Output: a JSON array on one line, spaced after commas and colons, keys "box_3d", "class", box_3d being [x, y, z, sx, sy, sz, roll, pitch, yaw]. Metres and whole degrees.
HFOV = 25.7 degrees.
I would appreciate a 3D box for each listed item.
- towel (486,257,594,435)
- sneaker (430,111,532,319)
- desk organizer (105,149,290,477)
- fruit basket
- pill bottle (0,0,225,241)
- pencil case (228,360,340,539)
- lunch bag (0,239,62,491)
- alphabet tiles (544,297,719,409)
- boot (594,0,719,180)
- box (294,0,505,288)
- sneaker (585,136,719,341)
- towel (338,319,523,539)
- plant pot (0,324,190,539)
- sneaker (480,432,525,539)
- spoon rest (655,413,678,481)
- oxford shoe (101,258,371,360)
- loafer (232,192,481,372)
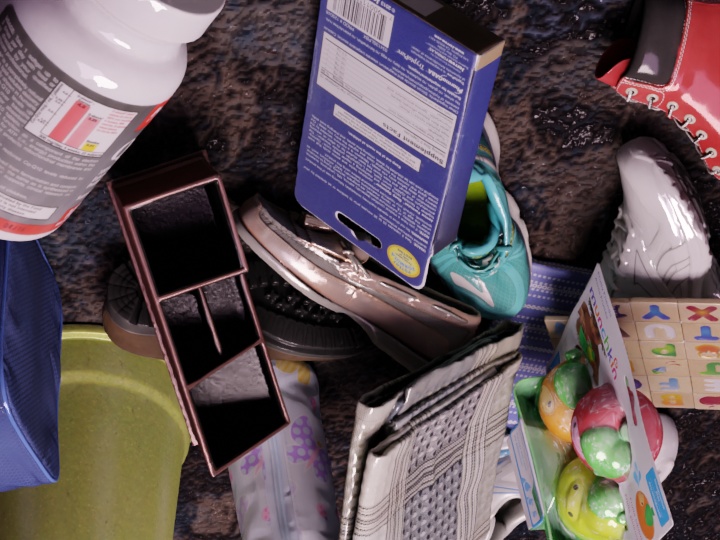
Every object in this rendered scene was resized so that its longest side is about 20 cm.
[{"box_3d": [0.159, 0.070, 1.266, 0.145, 0.024, 0.200, 9, 132, -16], "class": "towel"}, {"box_3d": [0.076, -0.026, 1.104, 0.077, 0.080, 0.200, -16, 137, 7], "class": "sneaker"}, {"box_3d": [-0.103, 0.029, 1.059, 0.072, 0.077, 0.200, -19, 107, -9], "class": "desk organizer"}, {"box_3d": [0.161, 0.118, 1.104, 0.094, 0.185, 0.200, -10, 157, -4], "class": "fruit basket"}, {"box_3d": [-0.175, -0.119, 0.936, 0.116, 0.116, 0.200, 25, 127, -31], "class": "pill bottle"}, {"box_3d": [-0.057, 0.163, 1.195, 0.083, 0.200, 0.091, -4, 147, -13], "class": "pencil case"}, {"box_3d": [-0.279, 0.063, 1.049, 0.132, 0.200, 0.136, -8, 142, 3], "class": "lunch bag"}, {"box_3d": [0.229, 0.065, 1.190, 0.166, 0.006, 0.200, 0, 154, 16], "class": "alphabet tiles"}, {"box_3d": [0.222, -0.090, 1.044, 0.144, 0.072, 0.200, -2, 112, -6], "class": "boot"}, {"box_3d": [0.018, -0.092, 1.005, 0.032, 0.121, 0.200, -36, 151, -37], "class": "box"}, {"box_3d": [0.206, -0.008, 1.142, 0.099, 0.078, 0.200, -17, 128, 13], "class": "sneaker"}, {"box_3d": [0.052, 0.148, 1.133, 0.192, 0.035, 0.200, -24, 129, -46], "class": "towel"}, {"box_3d": [-0.215, 0.174, 1.187, 0.200, 0.184, 0.200, -5, 136, -4], "class": "plant pot"}, {"box_3d": [0.080, 0.191, 1.313, 0.200, 0.087, 0.075, -13, 148, 21], "class": "sneaker"}, {"box_3d": [0.212, 0.147, 1.300, 0.099, 0.061, 0.200, -44, 156, 5], "class": "spoon rest"}, {"box_3d": [-0.090, 0.037, 1.159, 0.200, 0.073, 0.084, 9, 148, -13], "class": "oxford shoe"}, {"box_3d": [0.000, 0.000, 1.122, 0.200, 0.072, 0.063, 38, 106, -23], "class": "loafer"}]
